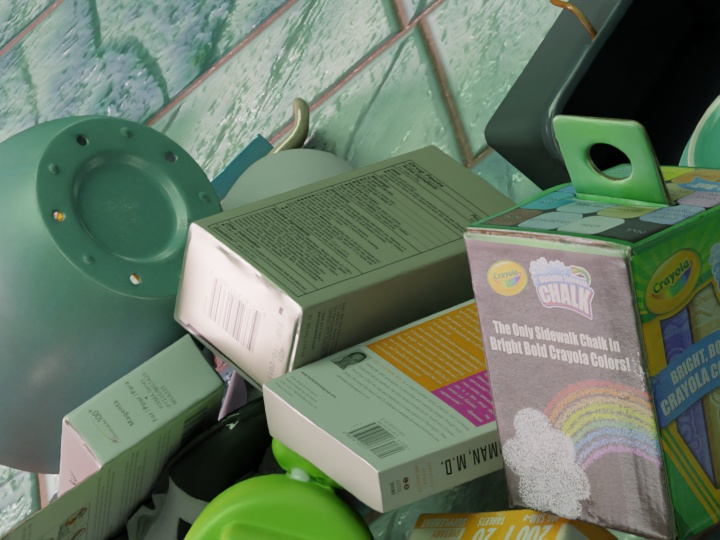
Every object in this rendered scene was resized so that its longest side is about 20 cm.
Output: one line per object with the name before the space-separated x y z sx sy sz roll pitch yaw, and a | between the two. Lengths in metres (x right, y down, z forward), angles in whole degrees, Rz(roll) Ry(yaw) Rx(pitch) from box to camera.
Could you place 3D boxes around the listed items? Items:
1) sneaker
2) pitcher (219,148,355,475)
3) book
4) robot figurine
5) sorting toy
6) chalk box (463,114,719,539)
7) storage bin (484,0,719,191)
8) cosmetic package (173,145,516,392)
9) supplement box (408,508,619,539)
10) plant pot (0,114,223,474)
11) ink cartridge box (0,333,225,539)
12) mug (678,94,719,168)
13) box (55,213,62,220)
sneaker | -0.084 0.154 1.735 0.074 0.089 0.200 -23 -23 -45
pitcher | -0.050 0.039 1.831 0.172 0.121 0.200 -40 39 40
book | 0.065 0.066 1.595 0.199 0.048 0.134 -18 25 -24
robot figurine | -0.045 0.174 1.611 0.200 0.115 0.176 116 166 -89
sorting toy | -0.103 -0.037 1.975 0.200 0.036 0.185 -50 2 0
chalk box | 0.142 0.016 1.458 0.124 0.201 0.124 -21 19 -37
storage bin | 0.160 -0.124 1.723 0.200 0.145 0.134 -57 21 -15
cosmetic package | 0.000 0.000 1.699 0.105 0.200 0.071 38 130 34
supplement box | 0.056 0.225 1.503 0.126 0.074 0.200 -9 48 49
plant pot | -0.171 0.000 1.759 0.161 0.200 0.201 -44 23 49
ink cartridge box | -0.166 0.135 1.728 0.173 0.044 0.200 -33 -16 -19
mug | 0.240 -0.054 1.545 0.152 0.114 0.185 -36 32 20
box | -0.245 -0.012 2.204 0.137 0.040 0.200 -12 45 44
